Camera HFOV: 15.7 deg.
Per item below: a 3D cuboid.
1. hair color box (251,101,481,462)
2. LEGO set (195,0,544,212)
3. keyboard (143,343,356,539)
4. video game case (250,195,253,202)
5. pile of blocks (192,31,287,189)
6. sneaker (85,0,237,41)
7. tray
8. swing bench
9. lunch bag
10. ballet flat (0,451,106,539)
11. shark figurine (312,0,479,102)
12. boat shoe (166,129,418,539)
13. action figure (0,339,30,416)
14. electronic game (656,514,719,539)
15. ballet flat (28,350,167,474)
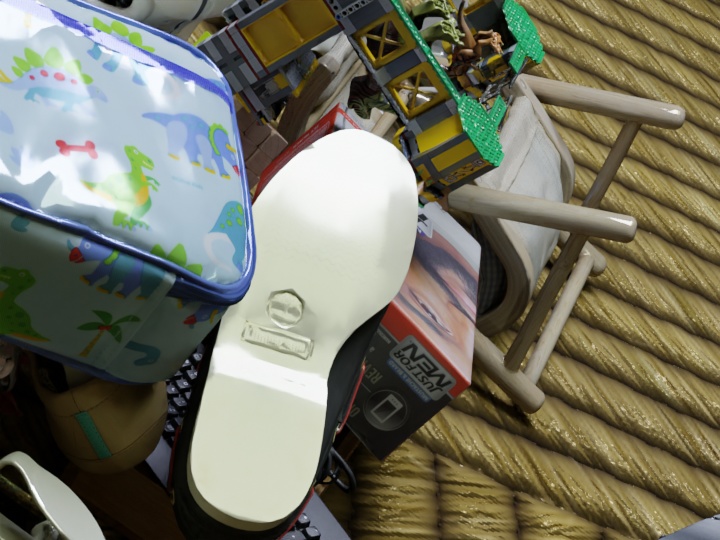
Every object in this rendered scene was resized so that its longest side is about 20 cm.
[{"bbox_3d":[0.000,0.000,1.274,0.111,0.064,0.200,46,17,-12],"label":"hair color box"},{"bbox_3d":[0.000,-0.104,1.285,0.154,0.116,0.200,52,26,-22],"label":"LEGO set"},{"bbox_3d":[-0.069,0.051,1.178,0.104,0.040,0.200,-2,44,-47],"label":"keyboard"},{"bbox_3d":[-0.146,-0.109,1.338,0.200,0.023,0.182,41,4,-41],"label":"video game case"},{"bbox_3d":[-0.076,-0.103,1.365,0.082,0.062,0.200,43,3,-14],"label":"pile of blocks"},{"bbox_3d":[-0.121,-0.159,1.421,0.070,0.073,0.200,7,-10,-19],"label":"sneaker"},{"bbox_3d":[-0.057,0.076,1.228,0.098,0.037,0.200,34,27,3],"label":"tray"},{"bbox_3d":[0.057,-0.055,1.466,0.199,0.130,0.199,28,28,3],"label":"swing bench"},{"bbox_3d":[-0.143,-0.053,1.076,0.199,0.082,0.161,23,38,-26],"label":"lunch bag"},{"bbox_3d":[-0.166,0.090,1.061,0.200,0.071,0.071,37,28,8],"label":"ballet flat"},{"bbox_3d":[0.020,-0.158,1.622,0.214,0.090,0.128,17,-20,14],"label":"shark figurine"},{"bbox_3d":[-0.031,0.029,1.121,0.073,0.063,0.202,23,61,-5],"label":"boat shoe"},{"bbox_3d":[-0.224,0.012,1.115,0.200,0.149,0.134,41,26,-28],"label":"action figure"},{"bbox_3d":[0.087,0.156,1.081,0.200,0.200,0.042,-12,71,-53],"label":"electronic game"},{"bbox_3d":[-0.123,-0.004,1.151,0.063,0.068,0.201,58,11,-49],"label":"ballet flat"}]
